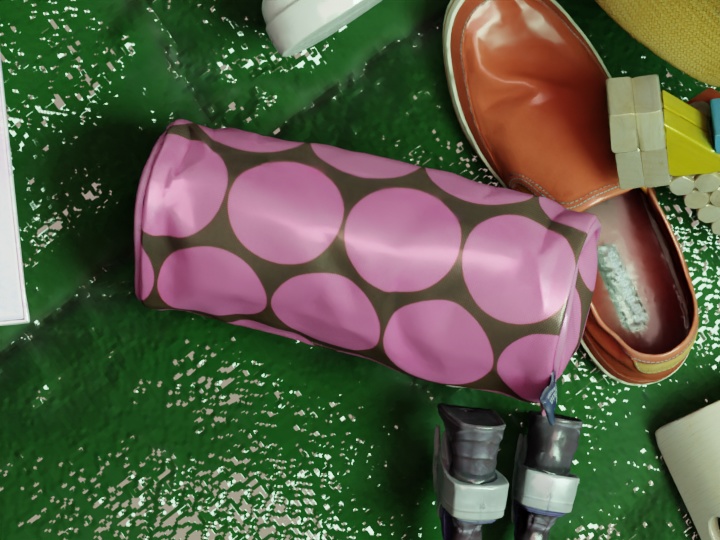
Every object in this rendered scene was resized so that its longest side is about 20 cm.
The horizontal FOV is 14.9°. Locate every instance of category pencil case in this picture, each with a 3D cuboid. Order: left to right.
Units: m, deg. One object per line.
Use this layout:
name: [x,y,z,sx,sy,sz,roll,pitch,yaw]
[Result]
pencil case: [0.000,0.000,1.188,0.199,0.094,0.091,16,47,4]

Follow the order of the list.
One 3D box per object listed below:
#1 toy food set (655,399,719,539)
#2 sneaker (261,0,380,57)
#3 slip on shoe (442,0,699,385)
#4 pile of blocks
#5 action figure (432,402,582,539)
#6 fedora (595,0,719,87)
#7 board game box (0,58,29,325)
toy food set: [0.254,0.099,1.277,0.199,0.060,0.144,-23,84,-14]
sneaker: [0.009,-0.190,1.223,0.200,0.074,0.116,-40,95,-20]
slip on shoe: [0.099,-0.042,1.239,0.074,0.061,0.201,-25,92,-10]
pile of blocks: [0.186,-0.049,1.231,0.199,0.082,0.062,32,38,-31]
action figure: [0.058,0.162,1.224,0.129,0.069,0.202,7,91,-19]
fedora: [0.142,-0.144,1.181,0.201,0.201,0.082,44,115,-8]
board game box: [-0.249,-0.066,1.173,0.198,0.041,0.202,-5,90,-11]
